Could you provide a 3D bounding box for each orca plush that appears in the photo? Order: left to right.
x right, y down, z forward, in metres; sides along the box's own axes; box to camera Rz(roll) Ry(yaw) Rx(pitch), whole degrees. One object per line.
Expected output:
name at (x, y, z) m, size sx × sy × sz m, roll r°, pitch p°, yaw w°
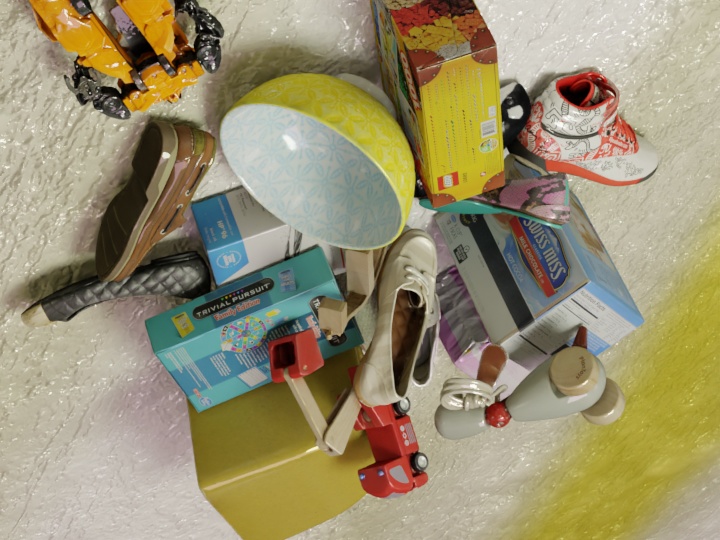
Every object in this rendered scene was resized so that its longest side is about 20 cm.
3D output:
orca plush at (0.103, -0.110, 1.587) m, size 0.200 × 0.071 × 0.105 m, roll -31°, pitch 161°, yaw -18°

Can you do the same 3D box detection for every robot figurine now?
robot figurine at (-0.204, -0.214, 1.331) m, size 0.145 × 0.058 × 0.200 m, roll -26°, pitch 144°, yaw 5°

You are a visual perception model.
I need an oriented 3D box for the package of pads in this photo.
package of pads at (0.160, 0.088, 1.870) m, size 0.076 × 0.121 × 0.200 m, roll -33°, pitch 143°, yaw 14°

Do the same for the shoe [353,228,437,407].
shoe at (0.048, 0.049, 1.624) m, size 0.070 × 0.200 × 0.053 m, roll 26°, pitch 160°, yaw -30°

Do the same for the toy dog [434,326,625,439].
toy dog at (0.175, 0.113, 1.619) m, size 0.200 × 0.096 × 0.132 m, roll -2°, pitch 145°, yaw 4°

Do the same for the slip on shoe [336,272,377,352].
slip on shoe at (-0.006, 0.032, 1.759) m, size 0.074 × 0.061 × 0.200 m, roll -41°, pitch 133°, yaw -9°

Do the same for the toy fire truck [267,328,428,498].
toy fire truck at (-0.011, 0.153, 1.630) m, size 0.141 × 0.200 × 0.049 m, roll -15°, pitch 178°, yaw -45°

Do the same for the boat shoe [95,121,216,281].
boat shoe at (-0.201, -0.059, 1.522) m, size 0.068 × 0.072 × 0.200 m, roll 5°, pitch 137°, yaw -33°

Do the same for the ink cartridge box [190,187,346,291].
ink cartridge box at (-0.066, -0.043, 1.621) m, size 0.200 × 0.068 × 0.116 m, roll -19°, pitch 146°, yaw -6°

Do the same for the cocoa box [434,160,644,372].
cocoa box at (0.196, -0.002, 1.704) m, size 0.131 × 0.200 × 0.133 m, roll -37°, pitch 140°, yaw 19°

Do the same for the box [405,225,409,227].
box at (0.052, 0.025, 1.799) m, size 0.039 × 0.041 × 0.200 m, roll -18°, pitch 144°, yaw -6°

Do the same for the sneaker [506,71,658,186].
sneaker at (0.263, -0.153, 1.661) m, size 0.201 × 0.067 × 0.108 m, roll 5°, pitch 139°, yaw -30°

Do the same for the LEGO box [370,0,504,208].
LEGO box at (0.071, -0.182, 1.447) m, size 0.077 × 0.149 × 0.200 m, roll -19°, pitch 144°, yaw -6°

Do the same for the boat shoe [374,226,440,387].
boat shoe at (0.059, 0.044, 1.713) m, size 0.071 × 0.069 × 0.200 m, roll -16°, pitch 127°, yaw -5°

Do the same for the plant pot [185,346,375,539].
plant pot at (-0.073, 0.175, 1.770) m, size 0.200 × 0.196 × 0.194 m, roll -18°, pitch 145°, yaw 6°

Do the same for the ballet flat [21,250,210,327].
ballet flat at (-0.253, 0.029, 1.604) m, size 0.200 × 0.057 × 0.066 m, roll -15°, pitch -175°, yaw -6°

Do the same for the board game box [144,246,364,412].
board game box at (-0.109, 0.065, 1.644) m, size 0.200 × 0.047 × 0.151 m, roll -23°, pitch 149°, yaw 0°

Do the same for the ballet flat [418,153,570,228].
ballet flat at (0.145, -0.089, 1.634) m, size 0.069 × 0.200 × 0.071 m, roll 14°, pitch 87°, yaw -43°

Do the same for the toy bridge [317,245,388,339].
toy bridge at (0.000, 0.000, 1.592) m, size 0.027 × 0.200 × 0.067 m, roll 13°, pitch 137°, yaw 14°

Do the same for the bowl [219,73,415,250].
bowl at (-0.023, -0.124, 1.485) m, size 0.108 × 0.200 × 0.200 m, roll -57°, pitch 157°, yaw -29°
